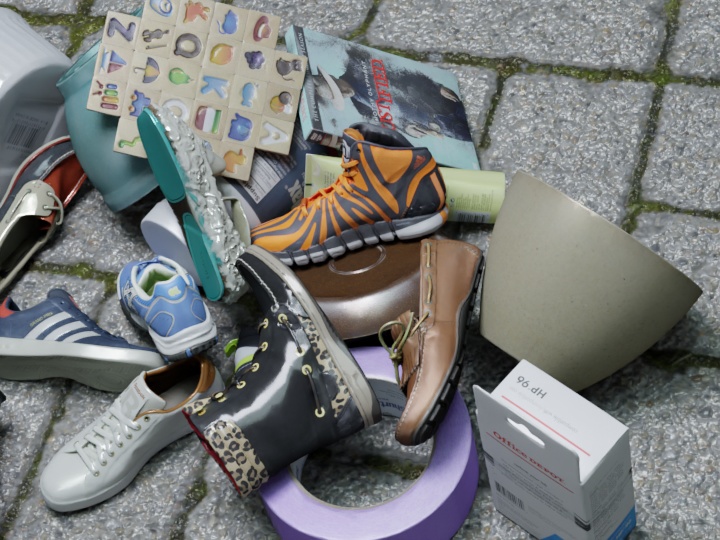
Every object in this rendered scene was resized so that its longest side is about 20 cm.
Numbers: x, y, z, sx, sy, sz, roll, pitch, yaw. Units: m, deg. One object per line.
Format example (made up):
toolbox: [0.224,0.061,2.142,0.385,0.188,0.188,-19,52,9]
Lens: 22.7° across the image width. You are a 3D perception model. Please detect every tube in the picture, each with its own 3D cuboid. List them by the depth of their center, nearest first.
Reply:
tube: [0.043,-0.079,1.764,0.198,0.052,0.059,3,90,-1]

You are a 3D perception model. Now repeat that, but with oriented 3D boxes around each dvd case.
dvd case: [0.023,-0.165,1.803,0.198,0.022,0.147,13,47,-27]

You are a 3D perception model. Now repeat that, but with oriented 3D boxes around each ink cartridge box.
ink cartridge box: [0.164,0.155,1.498,0.116,0.201,0.068,33,65,30]

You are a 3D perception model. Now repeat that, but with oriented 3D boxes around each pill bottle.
pill bottle: [-0.120,-0.084,1.785,0.119,0.120,0.200,30,65,29]

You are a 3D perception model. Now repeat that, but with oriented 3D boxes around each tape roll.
tape roll: [0.005,0.169,1.607,0.198,0.066,0.202,-6,54,8]

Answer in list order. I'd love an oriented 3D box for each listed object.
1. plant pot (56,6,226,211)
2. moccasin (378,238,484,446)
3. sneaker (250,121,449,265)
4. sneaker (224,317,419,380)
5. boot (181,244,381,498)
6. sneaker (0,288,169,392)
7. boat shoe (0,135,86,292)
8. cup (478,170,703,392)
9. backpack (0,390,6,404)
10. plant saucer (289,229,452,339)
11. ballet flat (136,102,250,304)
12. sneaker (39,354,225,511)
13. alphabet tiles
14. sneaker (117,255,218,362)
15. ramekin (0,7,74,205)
plant pot: [-0.220,-0.176,1.802,0.200,0.134,0.201,-38,15,12]
moccasin: [0.056,0.059,1.579,0.077,0.074,0.203,12,65,4]
sneaker: [-0.021,-0.078,1.702,0.198,0.113,0.078,-15,27,3]
sneaker: [-0.032,0.058,1.692,0.198,0.072,0.083,-14,51,1]
boot: [-0.091,0.089,1.586,0.150,0.073,0.201,-33,75,-11]
sneaker: [-0.272,0.061,1.736,0.198,0.075,0.085,6,60,16]
boat shoe: [-0.338,-0.053,1.834,0.062,0.071,0.200,26,67,40]
cup: [0.186,0.024,1.618,0.200,0.200,0.144,35,92,31]
backpack: [-0.417,0.188,1.613,0.146,0.183,0.201,-27,53,20]
plant saucer: [0.000,0.000,1.703,0.198,0.032,0.201,-12,28,6]
ballet flat: [-0.147,-0.068,1.683,0.071,0.202,0.072,-20,9,3]
sneaker: [-0.219,0.140,1.663,0.199,0.085,0.073,-36,57,-14]
alphabet tiles: [-0.155,-0.179,1.722,0.198,0.006,0.168,12,78,-8]
sneaker: [-0.188,0.018,1.716,0.075,0.078,0.200,-24,23,-17]
ramekin: [-0.374,-0.159,1.849,0.097,0.201,0.201,31,65,21]
